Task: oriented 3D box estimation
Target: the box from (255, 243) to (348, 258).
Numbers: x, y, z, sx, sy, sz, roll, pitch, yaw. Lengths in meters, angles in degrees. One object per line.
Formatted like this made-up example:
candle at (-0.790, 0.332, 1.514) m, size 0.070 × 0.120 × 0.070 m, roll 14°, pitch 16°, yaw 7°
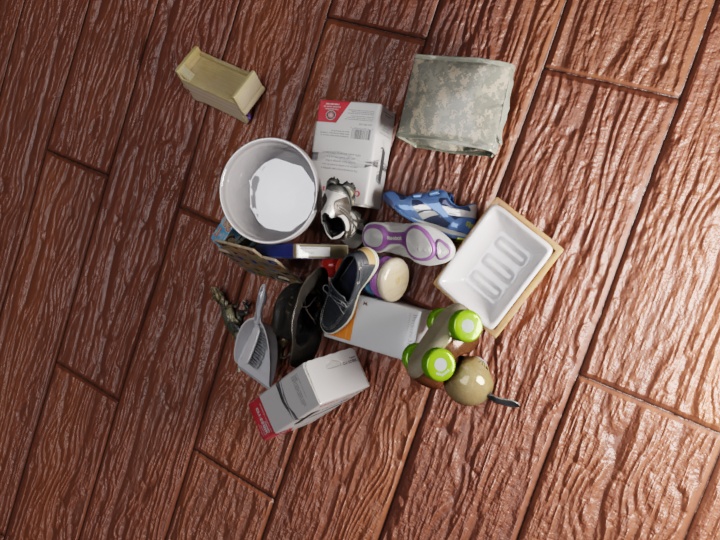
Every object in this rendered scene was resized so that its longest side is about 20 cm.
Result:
box at (-0.129, -0.039, 1.400) m, size 0.199 × 0.120 × 0.033 m, roll 0°, pitch 91°, yaw 54°

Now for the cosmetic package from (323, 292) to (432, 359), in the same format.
cosmetic package at (0.035, 0.106, 1.379) m, size 0.197 × 0.071 × 0.103 m, roll 13°, pitch 92°, yaw 26°

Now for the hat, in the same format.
hat at (-0.127, 0.085, 1.370) m, size 0.080 × 0.200 × 0.204 m, roll 13°, pitch 93°, yaw 16°

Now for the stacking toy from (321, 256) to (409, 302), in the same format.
stacking toy at (0.000, 0.000, 1.393) m, size 0.198 × 0.085 × 0.087 m, roll 16°, pitch 94°, yaw 42°

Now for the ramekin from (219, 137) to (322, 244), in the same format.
ramekin at (-0.166, -0.152, 1.362) m, size 0.196 × 0.105 × 0.204 m, roll 0°, pitch 91°, yaw 9°

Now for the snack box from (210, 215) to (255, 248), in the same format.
snack box at (-0.228, -0.134, 1.498) m, size 0.037 × 0.116 × 0.201 m, roll 40°, pitch 104°, yaw 22°

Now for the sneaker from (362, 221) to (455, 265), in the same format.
sneaker at (0.102, -0.061, 1.332) m, size 0.198 × 0.099 × 0.076 m, roll 16°, pitch 105°, yaw 35°

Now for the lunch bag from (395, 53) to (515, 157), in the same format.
lunch bag at (0.188, -0.307, 1.303) m, size 0.197 × 0.117 × 0.167 m, roll 14°, pitch 92°, yaw 31°

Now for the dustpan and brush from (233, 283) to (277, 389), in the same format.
dustpan and brush at (-0.213, 0.128, 1.446) m, size 0.139 × 0.057 × 0.203 m, roll 23°, pitch 96°, yaw 45°

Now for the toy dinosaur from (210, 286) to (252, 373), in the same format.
toy dinosaur at (-0.274, 0.117, 1.546) m, size 0.088 × 0.047 × 0.203 m, roll -30°, pitch 74°, yaw 37°

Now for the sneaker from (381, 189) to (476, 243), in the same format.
sneaker at (0.136, -0.121, 1.345) m, size 0.198 × 0.074 × 0.083 m, roll 24°, pitch 95°, yaw 18°

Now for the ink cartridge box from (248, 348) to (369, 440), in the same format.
ink cartridge box at (-0.101, 0.242, 1.361) m, size 0.200 × 0.143 × 0.085 m, roll -40°, pitch 71°, yaw 38°

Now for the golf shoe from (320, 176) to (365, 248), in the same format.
golf shoe at (-0.043, -0.089, 1.357) m, size 0.077 × 0.201 × 0.096 m, roll 12°, pitch 61°, yaw 21°

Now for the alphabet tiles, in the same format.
alphabet tiles at (-0.214, -0.015, 1.442) m, size 0.165 × 0.200 × 0.008 m, roll 15°, pitch 75°, yaw 26°

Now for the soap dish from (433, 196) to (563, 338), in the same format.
soap dish at (0.252, -0.005, 1.273) m, size 0.157 × 0.081 × 0.201 m, roll 41°, pitch 104°, yaw 22°

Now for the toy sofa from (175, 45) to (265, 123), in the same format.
toy sofa at (-0.316, -0.424, 1.588) m, size 0.198 × 0.098 × 0.083 m, roll 28°, pitch 74°, yaw 25°

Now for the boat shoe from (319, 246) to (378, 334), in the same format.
boat shoe at (-0.035, 0.040, 1.330) m, size 0.075 × 0.062 × 0.201 m, roll 48°, pitch 123°, yaw 28°

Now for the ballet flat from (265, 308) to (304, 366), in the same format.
ballet flat at (-0.140, 0.123, 1.474) m, size 0.072 × 0.068 × 0.201 m, roll 35°, pitch 103°, yaw 3°

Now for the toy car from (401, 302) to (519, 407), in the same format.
toy car at (0.195, 0.174, 1.237) m, size 0.199 × 0.164 × 0.159 m, roll 39°, pitch 82°, yaw -7°

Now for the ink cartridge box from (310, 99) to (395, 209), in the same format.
ink cartridge box at (-0.021, -0.234, 1.419) m, size 0.142 × 0.083 × 0.204 m, roll 10°, pitch 91°, yaw 26°
